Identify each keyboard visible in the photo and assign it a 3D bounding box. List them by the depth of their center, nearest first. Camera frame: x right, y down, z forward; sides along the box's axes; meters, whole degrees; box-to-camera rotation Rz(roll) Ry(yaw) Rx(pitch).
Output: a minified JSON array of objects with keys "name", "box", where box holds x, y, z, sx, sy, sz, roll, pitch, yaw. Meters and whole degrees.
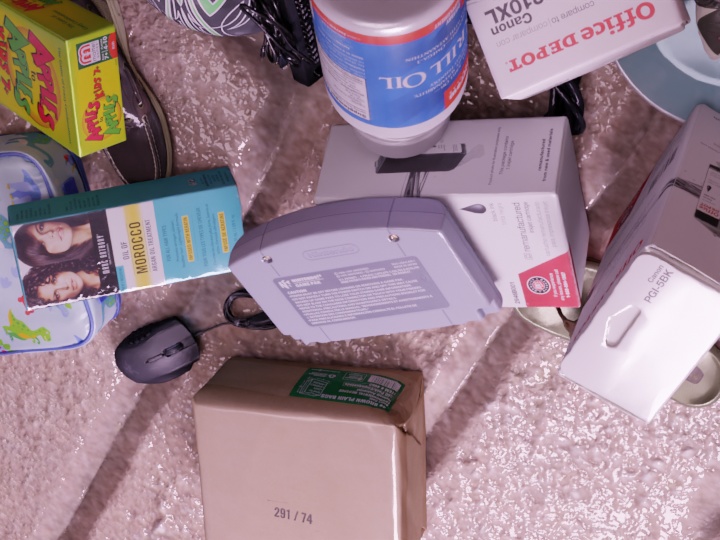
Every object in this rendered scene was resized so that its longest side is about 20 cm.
[{"name":"keyboard","box":[-0.032,-0.190,1.111,0.104,0.200,0.040,-44,70,-10]}]

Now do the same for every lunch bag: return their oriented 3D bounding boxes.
[{"name":"lunch bag","box":[-0.312,-0.024,1.375,0.159,0.083,0.202,-7,112,22]}]

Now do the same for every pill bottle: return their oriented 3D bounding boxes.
[{"name":"pill bottle","box":[0.024,-0.167,1.088,0.111,0.113,0.200,13,158,11]}]

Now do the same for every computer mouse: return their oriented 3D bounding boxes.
[{"name":"computer mouse","box":[-0.149,0.064,1.392,0.198,0.034,0.059,-22,106,25]}]

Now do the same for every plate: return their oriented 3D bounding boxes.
[{"name":"plate","box":[0.282,-0.204,1.131,0.197,0.026,0.203,7,117,14]}]

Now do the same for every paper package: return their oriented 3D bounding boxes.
[{"name":"paper package","box":[-0.045,0.185,1.377,0.197,0.104,0.193,5,116,16]}]

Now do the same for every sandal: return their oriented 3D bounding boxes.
[{"name":"sandal","box":[0.220,0.054,1.254,0.199,0.057,0.080,28,120,3]}]

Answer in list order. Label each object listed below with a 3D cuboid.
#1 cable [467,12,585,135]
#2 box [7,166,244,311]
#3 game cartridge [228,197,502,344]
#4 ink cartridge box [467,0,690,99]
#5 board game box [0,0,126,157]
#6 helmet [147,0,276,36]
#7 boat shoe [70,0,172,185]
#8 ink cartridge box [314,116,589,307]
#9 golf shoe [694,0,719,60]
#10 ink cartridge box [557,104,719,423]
[{"name":"cable","box":[0.087,-0.147,1.206,0.198,0.051,0.164,27,120,3]},{"name":"box","box":[-0.202,-0.029,1.303,0.197,0.049,0.083,-12,114,-11]},{"name":"game cartridge","box":[0.000,0.000,1.195,0.198,0.041,0.134,-9,141,29]},{"name":"ink cartridge box","box":[0.138,-0.243,1.091,0.143,0.084,0.202,-21,93,17]},{"name":"board game box","box":[-0.273,-0.182,1.244,0.199,0.047,0.103,32,134,40]},{"name":"helmet","box":[-0.101,-0.276,1.137,0.198,0.200,0.193,19,102,8]},{"name":"boat shoe","box":[-0.223,-0.154,1.293,0.072,0.065,0.202,-13,111,21]},{"name":"ink cartridge box","box":[0.076,-0.044,1.211,0.197,0.084,0.145,0,142,19]},{"name":"golf shoe","box":[0.340,-0.189,1.076,0.197,0.078,0.089,9,137,16]},{"name":"ink cartridge box","box":[0.236,-0.006,1.125,0.082,0.201,0.147,30,133,1]}]
